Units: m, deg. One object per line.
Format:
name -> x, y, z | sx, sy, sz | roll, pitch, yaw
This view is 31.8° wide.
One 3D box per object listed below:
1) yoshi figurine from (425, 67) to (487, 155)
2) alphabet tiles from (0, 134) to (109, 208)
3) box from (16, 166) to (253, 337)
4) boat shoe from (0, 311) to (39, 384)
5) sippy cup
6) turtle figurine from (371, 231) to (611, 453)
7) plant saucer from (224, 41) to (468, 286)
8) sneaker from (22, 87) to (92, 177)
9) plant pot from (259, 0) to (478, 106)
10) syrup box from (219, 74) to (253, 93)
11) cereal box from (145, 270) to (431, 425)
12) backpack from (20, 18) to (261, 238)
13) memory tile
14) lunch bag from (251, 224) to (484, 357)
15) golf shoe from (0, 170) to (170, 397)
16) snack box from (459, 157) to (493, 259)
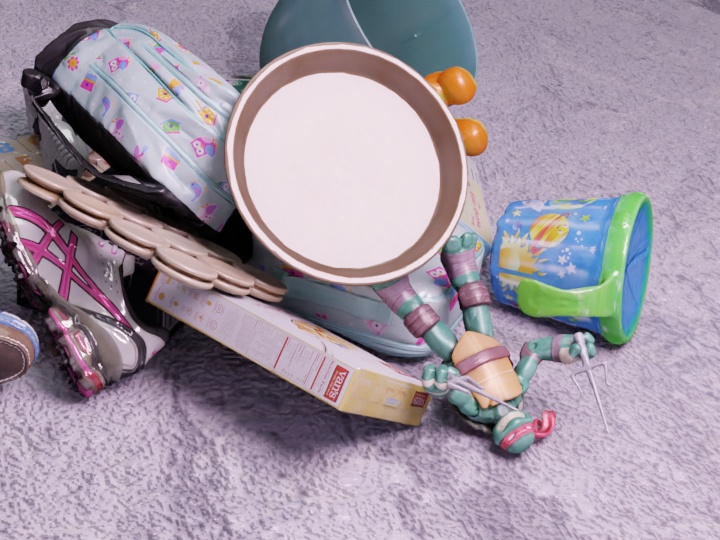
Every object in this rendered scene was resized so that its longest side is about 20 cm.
yoshi figurine -> 0.047, -0.090, 1.102 | 0.112, 0.112, 0.200 | 41, 57, 5
alphabet tiles -> -0.326, -0.095, 1.288 | 0.199, 0.015, 0.195 | -18, 38, -37
box -> -0.195, -0.024, 1.136 | 0.140, 0.079, 0.200 | 14, 30, 15
boat shoe -> -0.339, 0.080, 0.934 | 0.198, 0.073, 0.073 | -8, 36, -7
sippy cup -> 0.192, -0.010, 1.165 | 0.129, 0.141, 0.178 | 8, -11, 22
turtle figurine -> 0.097, 0.072, 0.997 | 0.149, 0.101, 0.201 | -16, 62, -33
plant saucer -> -0.012, -0.083, 0.998 | 0.199, 0.202, 0.029 | 4, -16, -16
sneaker -> -0.273, -0.158, 1.312 | 0.129, 0.080, 0.199 | -13, 24, -18
plant pot -> -0.006, -0.225, 1.275 | 0.160, 0.201, 0.200 | -26, 7, 38
syrup box -> -0.093, -0.163, 1.396 | 0.198, 0.082, 0.079 | 2, 29, -13
cereal box -> -0.053, 0.059, 0.997 | 0.199, 0.040, 0.144 | 26, 1, 28
backpack -> -0.166, -0.122, 1.063 | 0.200, 0.127, 0.167 | 40, 5, 34
memory tile -> -0.164, -0.028, 1.000 | 0.199, 0.017, 0.153 | 30, 8, 27
lunch bag -> 0.000, 0.000, 1.140 | 0.199, 0.078, 0.160 | 17, 32, 16
golf shoe -> -0.230, 0.000, 1.013 | 0.092, 0.073, 0.201 | -27, 77, -20
snack box -> 0.077, -0.093, 1.303 | 0.116, 0.037, 0.200 | 39, 22, -20
